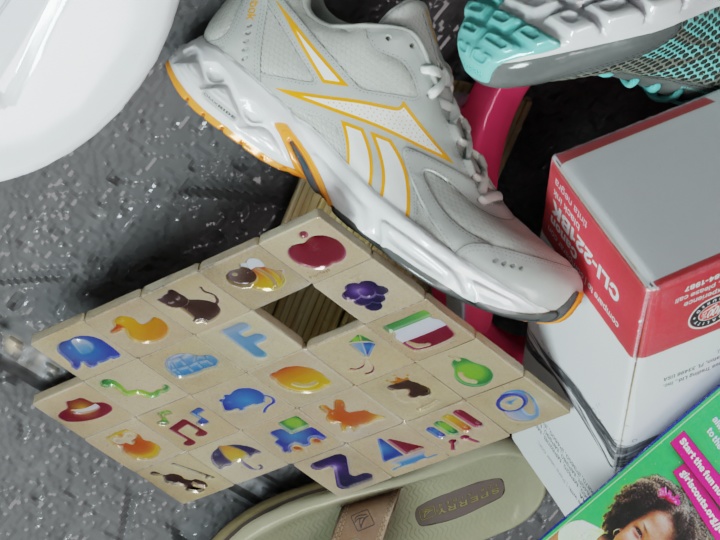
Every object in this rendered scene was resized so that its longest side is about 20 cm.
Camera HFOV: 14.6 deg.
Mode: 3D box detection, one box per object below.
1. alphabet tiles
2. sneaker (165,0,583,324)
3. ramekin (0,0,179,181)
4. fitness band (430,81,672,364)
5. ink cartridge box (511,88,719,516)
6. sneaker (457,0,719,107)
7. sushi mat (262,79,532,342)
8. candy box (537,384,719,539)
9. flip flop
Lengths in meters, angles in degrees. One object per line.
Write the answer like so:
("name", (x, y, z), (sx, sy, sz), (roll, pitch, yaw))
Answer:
("alphabet tiles", (-0.038, 0.050, 1.211), (0.199, 0.008, 0.167), (-22, 136, 35))
("sneaker", (0.018, -0.058, 1.151), (0.200, 0.076, 0.092), (37, 94, 10))
("ramekin", (-0.162, -0.129, 1.078), (0.199, 0.098, 0.201), (-9, 121, -16))
("fitness band", (0.099, -0.036, 1.256), (0.143, 0.037, 0.201), (-14, 124, -25))
("ink cartridge box", (0.152, 0.019, 1.216), (0.144, 0.084, 0.200), (-21, 144, -19))
("sneaker", (0.131, -0.098, 1.171), (0.199, 0.078, 0.092), (-19, 125, -23))
("sushi mat", (0.000, 0.000, 1.261), (0.095, 0.012, 0.201), (12, 113, -26))
("candy box", (0.199, 0.095, 1.206), (0.200, 0.077, 0.169), (-44, 148, 15))
("flip flop", (0.002, 0.137, 1.306), (0.199, 0.058, 0.081), (-21, 137, -12))
